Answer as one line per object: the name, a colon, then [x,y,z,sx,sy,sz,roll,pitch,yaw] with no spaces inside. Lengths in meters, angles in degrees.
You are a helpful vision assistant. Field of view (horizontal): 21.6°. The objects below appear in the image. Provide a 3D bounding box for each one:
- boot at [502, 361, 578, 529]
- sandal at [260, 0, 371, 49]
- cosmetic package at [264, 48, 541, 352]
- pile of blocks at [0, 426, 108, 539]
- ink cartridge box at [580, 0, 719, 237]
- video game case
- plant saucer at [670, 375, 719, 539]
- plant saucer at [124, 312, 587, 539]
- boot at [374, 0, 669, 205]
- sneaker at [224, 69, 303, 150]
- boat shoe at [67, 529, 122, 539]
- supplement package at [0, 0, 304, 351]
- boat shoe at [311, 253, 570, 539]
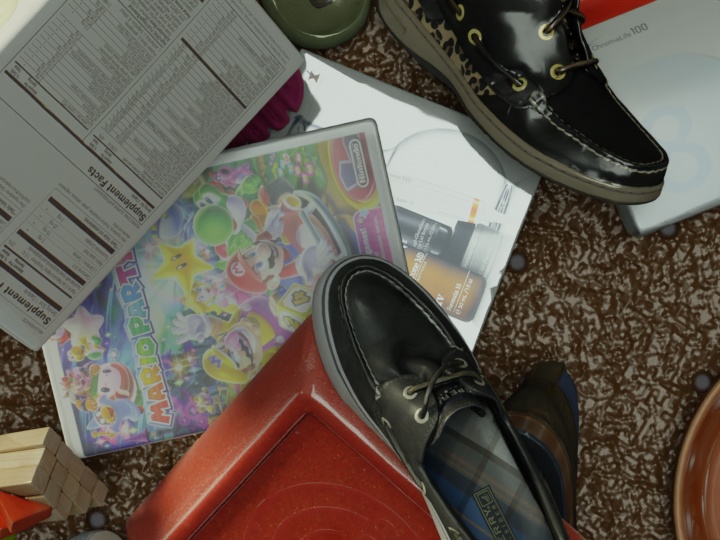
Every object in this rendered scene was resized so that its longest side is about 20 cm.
boot: [0.097,0.149,1.026,0.074,0.097,0.202,9,120,16]
sandal: [-0.051,-0.220,1.044,0.079,0.057,0.202,-30,88,-1]
cosmetic package: [0.000,0.000,1.042,0.150,0.052,0.202,21,89,3]
pile of blocks: [-0.240,0.121,1.014,0.198,0.082,0.062,8,51,13]
ink cartridge box: [0.188,-0.140,1.047,0.159,0.047,0.202,-22,90,-1]
video game case: [-0.074,0.011,0.999,0.198,0.018,0.145,-12,98,4]
plant saucer: [0.270,0.128,1.046,0.198,0.032,0.202,0,87,0]
plant saucer: [-0.008,0.153,0.987,0.200,0.037,0.200,41,122,-3]
boot: [0.106,-0.144,0.981,0.200,0.073,0.151,46,126,27]
sneaker: [-0.127,-0.087,1.035,0.199,0.081,0.089,-28,53,12]
boat shoe: [-0.135,0.245,1.028,0.068,0.072,0.202,-20,95,21]
supplement package: [-0.167,-0.103,0.920,0.200,0.151,0.152,-47,53,-2]
boat shoe: [0.043,0.077,0.905,0.069,0.066,0.201,-23,81,-18]
